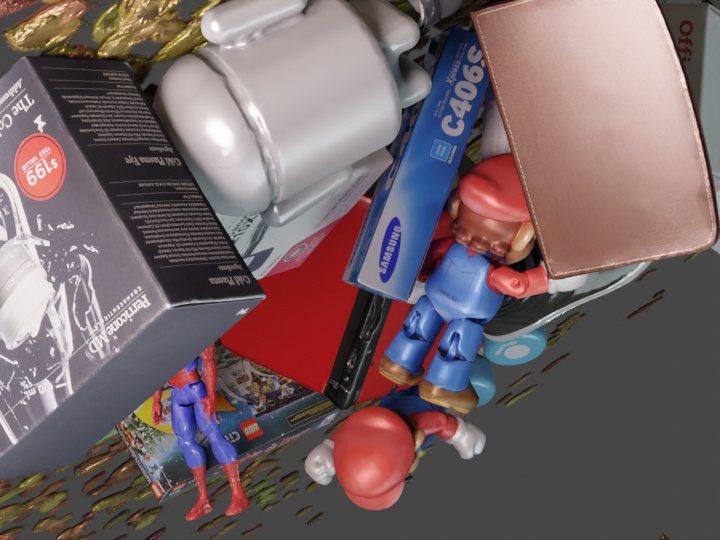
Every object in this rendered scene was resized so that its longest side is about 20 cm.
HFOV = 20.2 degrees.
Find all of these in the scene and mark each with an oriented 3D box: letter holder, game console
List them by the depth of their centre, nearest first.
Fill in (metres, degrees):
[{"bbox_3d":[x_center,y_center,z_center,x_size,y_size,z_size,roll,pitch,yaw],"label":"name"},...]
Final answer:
[{"bbox_3d":[0.185,-0.113,1.419,0.142,0.201,0.100,-12,-169,33],"label":"letter holder"},{"bbox_3d":[0.000,0.000,1.654,0.172,0.119,0.201,-16,138,-38],"label":"game console"}]

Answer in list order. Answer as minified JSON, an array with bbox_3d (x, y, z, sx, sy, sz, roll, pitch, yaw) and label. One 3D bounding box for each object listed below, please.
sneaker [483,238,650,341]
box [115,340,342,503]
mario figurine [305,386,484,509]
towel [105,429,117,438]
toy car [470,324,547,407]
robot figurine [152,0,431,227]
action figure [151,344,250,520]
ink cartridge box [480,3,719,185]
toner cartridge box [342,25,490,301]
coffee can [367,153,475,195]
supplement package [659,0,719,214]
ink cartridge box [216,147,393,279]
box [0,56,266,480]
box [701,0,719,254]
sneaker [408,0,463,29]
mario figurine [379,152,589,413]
[{"bbox_3d":[0.162,-0.016,1.615,0.200,0.071,0.099,-34,155,13],"label":"sneaker"},{"bbox_3d":[-0.130,0.109,1.823,0.199,0.137,0.038,-22,163,-34],"label":"box"},{"bbox_3d":[0.031,0.162,1.817,0.123,0.106,0.200,-42,180,27],"label":"mario figurine"},{"bbox_3d":[-0.165,0.103,1.944,0.199,0.031,0.149,-26,163,-24],"label":"towel"},{"bbox_3d":[0.052,0.008,1.915,0.199,0.185,0.177,11,144,-27],"label":"toy car"},{"bbox_3d":[-0.052,-0.108,1.324,0.199,0.113,0.170,-28,125,-17],"label":"robot figurine"},{"bbox_3d":[-0.144,0.111,1.715,0.065,0.201,0.052,-9,-174,30],"label":"action figure"},{"bbox_3d":[0.210,-0.137,1.568,0.199,0.129,0.125,3,178,24],"label":"ink cartridge box"},{"bbox_3d":[0.045,-0.078,1.503,0.095,0.043,0.201,178,-67,-83],"label":"toner cartridge box"},{"bbox_3d":[0.024,-0.004,1.760,0.200,0.147,0.146,-38,164,21],"label":"coffee can"},{"bbox_3d":[0.263,-0.140,1.715,0.121,0.200,0.120,-32,166,-5],"label":"supplement package"},{"bbox_3d":[-0.097,-0.052,1.470,0.200,0.085,0.145,-18,159,-46],"label":"ink cartridge box"},{"bbox_3d":[-0.192,0.000,1.246,0.200,0.183,0.104,-41,163,27],"label":"box"},{"bbox_3d":[0.350,-0.154,1.858,0.199,0.200,0.131,-36,163,12],"label":"box"},{"bbox_3d":[0.082,-0.216,1.356,0.114,0.076,0.200,-29,170,21],"label":"sneaker"},{"bbox_3d":[0.098,0.006,1.533,0.201,0.123,0.106,-64,-173,7],"label":"mario figurine"}]
